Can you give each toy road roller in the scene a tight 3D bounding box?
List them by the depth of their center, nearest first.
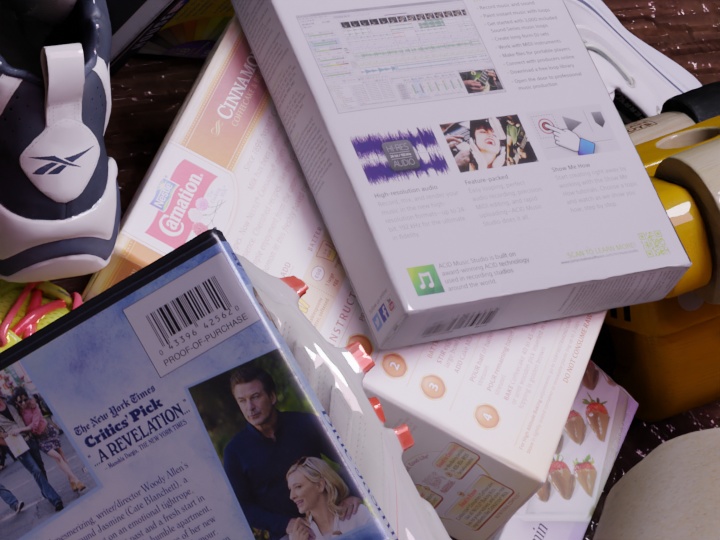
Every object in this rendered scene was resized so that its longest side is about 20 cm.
[{"bbox_3d":[0.168,-0.001,1.242,0.123,0.200,0.146,-20,103,-17],"label":"toy road roller"}]

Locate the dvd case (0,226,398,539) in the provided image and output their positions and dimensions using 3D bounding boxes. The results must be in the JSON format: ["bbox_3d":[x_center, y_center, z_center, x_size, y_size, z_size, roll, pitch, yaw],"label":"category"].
[{"bbox_3d":[-0.060,0.106,0.889,0.200,0.143,0.018,60,6,4],"label":"dvd case"}]

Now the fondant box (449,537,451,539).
[{"bbox_3d":[-0.057,0.148,0.954,0.200,0.058,0.144,-42,92,-23],"label":"fondant box"}]

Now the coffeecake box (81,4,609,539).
[{"bbox_3d":[0.000,0.000,1.115,0.200,0.073,0.154,29,53,-6],"label":"coffeecake box"}]

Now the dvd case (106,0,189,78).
[{"bbox_3d":[-0.112,-0.177,1.099,0.025,0.200,0.150,-30,84,-47],"label":"dvd case"}]

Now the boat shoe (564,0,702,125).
[{"bbox_3d":[0.107,-0.098,1.334,0.200,0.074,0.067,23,46,-30],"label":"boat shoe"}]

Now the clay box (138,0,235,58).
[{"bbox_3d":[-0.035,-0.143,1.209,0.200,0.115,0.048,3,60,-41],"label":"clay box"}]

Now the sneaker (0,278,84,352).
[{"bbox_3d":[-0.103,0.042,1.039,0.200,0.090,0.078,39,45,-12],"label":"sneaker"}]

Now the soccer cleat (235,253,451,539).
[{"bbox_3d":[-0.012,0.088,0.920,0.078,0.069,0.200,-31,87,-13],"label":"soccer cleat"}]

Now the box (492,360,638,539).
[{"bbox_3d":[0.074,0.118,1.182,0.039,0.041,0.200,42,42,-11],"label":"box"}]

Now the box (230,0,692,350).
[{"bbox_3d":[0.037,-0.068,1.110,0.144,0.036,0.200,-9,64,-30],"label":"box"}]

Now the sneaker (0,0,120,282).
[{"bbox_3d":[-0.146,-0.104,1.033,0.079,0.130,0.199,-6,43,-19],"label":"sneaker"}]

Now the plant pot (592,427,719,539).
[{"bbox_3d":[0.161,0.173,1.130,0.200,0.200,0.184,38,32,-15],"label":"plant pot"}]
